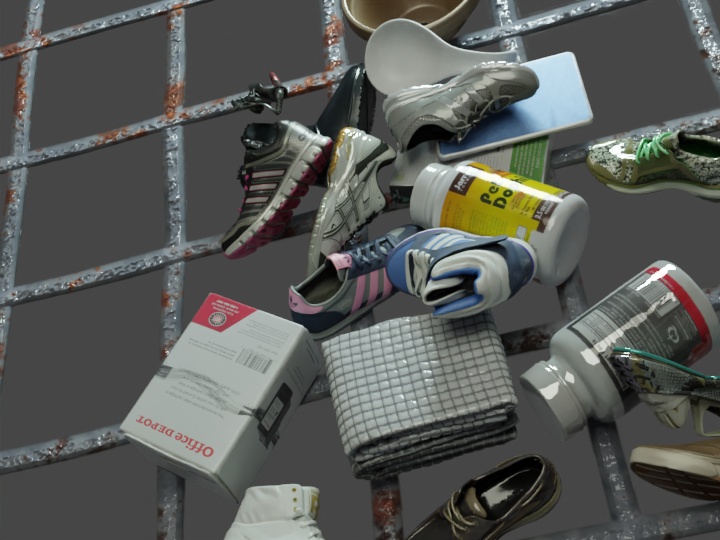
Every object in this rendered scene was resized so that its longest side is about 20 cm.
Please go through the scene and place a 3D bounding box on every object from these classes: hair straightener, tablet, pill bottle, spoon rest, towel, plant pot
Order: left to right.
[{"bbox_3d":[-0.134,-0.225,1.617,0.076,0.041,0.200,-28,20,-1],"label":"hair straightener"},{"bbox_3d":[0.079,-0.367,1.672,0.198,0.093,0.203,-10,53,13],"label":"plant pot"},{"bbox_3d":[0.067,0.130,1.318,0.197,0.086,0.167,-15,44,1],"label":"towel"},{"bbox_3d":[0.097,-0.270,1.545,0.197,0.061,0.101,6,98,19],"label":"spoon rest"},{"bbox_3d":[0.159,-0.061,1.410,0.198,0.110,0.110,21,63,30],"label":"pill bottle"},{"bbox_3d":[0.186,-0.208,1.527,0.197,0.014,0.131,-13,51,7],"label":"tablet"},{"bbox_3d":[0.268,0.088,1.264,0.199,0.111,0.111,-34,52,-8],"label":"pill bottle"}]

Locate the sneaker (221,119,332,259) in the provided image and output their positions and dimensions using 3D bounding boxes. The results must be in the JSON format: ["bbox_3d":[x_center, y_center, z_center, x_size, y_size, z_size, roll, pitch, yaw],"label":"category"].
[{"bbox_3d":[-0.121,-0.107,1.522,0.087,0.074,0.201,40,103,13],"label":"sneaker"}]

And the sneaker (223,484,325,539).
[{"bbox_3d":[-0.052,0.280,1.255,0.197,0.074,0.117,8,61,25],"label":"sneaker"}]

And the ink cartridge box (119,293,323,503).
[{"bbox_3d":[-0.157,0.144,1.382,0.144,0.084,0.201,18,63,28],"label":"ink cartridge box"}]

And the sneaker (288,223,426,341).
[{"bbox_3d":[0.000,0.000,1.436,0.199,0.082,0.070,-40,52,-12],"label":"sneaker"}]

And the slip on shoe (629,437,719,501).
[{"bbox_3d":[0.366,0.187,1.180,0.197,0.076,0.061,5,62,18],"label":"slip on shoe"}]

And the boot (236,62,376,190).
[{"bbox_3d":[-0.072,-0.192,1.604,0.166,0.077,0.203,3,62,15],"label":"boot"}]

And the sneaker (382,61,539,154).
[{"bbox_3d":[0.129,-0.195,1.493,0.197,0.075,0.083,-17,64,14],"label":"sneaker"}]

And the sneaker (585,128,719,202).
[{"bbox_3d":[0.361,-0.140,1.414,0.197,0.089,0.078,7,57,23],"label":"sneaker"}]

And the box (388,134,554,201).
[{"bbox_3d":[0.145,-0.152,1.531,0.197,0.036,0.146,1,55,20],"label":"box"}]

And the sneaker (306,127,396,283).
[{"bbox_3d":[-0.010,-0.072,1.484,0.086,0.076,0.203,17,85,-6],"label":"sneaker"}]

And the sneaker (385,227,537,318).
[{"bbox_3d":[0.083,0.004,1.320,0.198,0.082,0.146,0,12,34],"label":"sneaker"}]

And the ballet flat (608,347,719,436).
[{"bbox_3d":[0.329,0.127,1.193,0.198,0.072,0.073,14,48,-23],"label":"ballet flat"}]

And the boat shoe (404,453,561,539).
[{"bbox_3d":[0.112,0.246,1.224,0.199,0.074,0.075,-35,52,-8],"label":"boat shoe"}]
